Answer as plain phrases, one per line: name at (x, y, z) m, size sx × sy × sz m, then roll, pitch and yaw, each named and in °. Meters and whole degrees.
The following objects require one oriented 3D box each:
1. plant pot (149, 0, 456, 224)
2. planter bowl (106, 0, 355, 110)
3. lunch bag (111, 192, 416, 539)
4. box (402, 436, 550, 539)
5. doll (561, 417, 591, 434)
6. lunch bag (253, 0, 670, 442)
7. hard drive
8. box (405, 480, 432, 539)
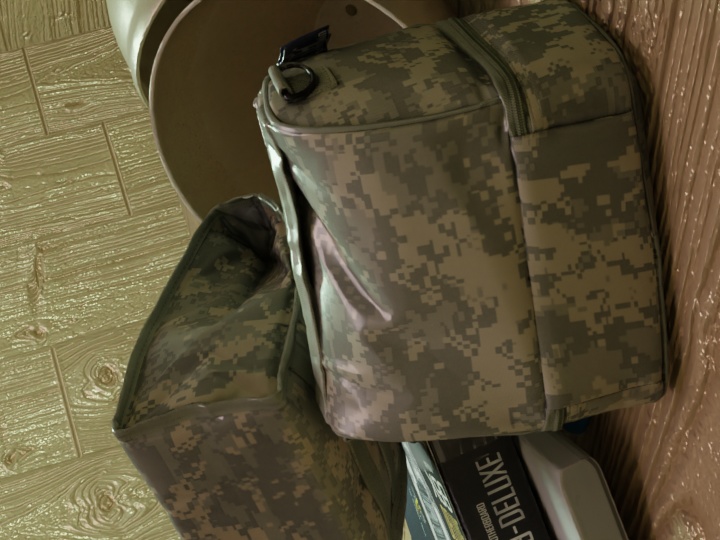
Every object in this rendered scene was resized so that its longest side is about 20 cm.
plant pot at (-0.008, -0.109, 1.114) m, size 0.135 × 0.199 × 0.201 m, roll -54°, pitch -40°, yaw -52°
planter bowl at (-0.083, -0.207, 1.190) m, size 0.135 × 0.200 × 0.201 m, roll 56°, pitch 164°, yaw 25°
lunch bag at (-0.043, 0.070, 1.039) m, size 0.200 × 0.117 × 0.164 m, roll -82°, pitch -27°, yaw -52°
box at (0.069, 0.142, 1.160) m, size 0.200 × 0.050 × 0.158 m, roll -160°, pitch 48°, yaw -82°
doll at (0.089, 0.033, 1.068) m, size 0.137 × 0.048 × 0.200 m, roll 56°, pitch 175°, yaw -19°
lunch bag at (0.045, -0.021, 0.895) m, size 0.139 × 0.167 × 0.201 m, roll -121°, pitch 19°, yaw -59°
hard drive at (0.120, 0.148, 1.100) m, size 0.200 × 0.026 × 0.132 m, roll -142°, pitch 30°, yaw -76°
box at (0.050, 0.134, 1.484) m, size 0.158 × 0.051 × 0.201 m, roll 94°, pitch 159°, yaw -61°
